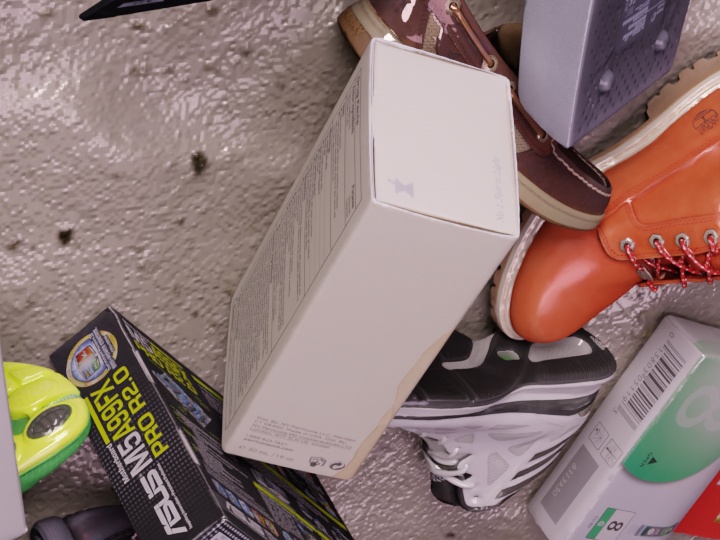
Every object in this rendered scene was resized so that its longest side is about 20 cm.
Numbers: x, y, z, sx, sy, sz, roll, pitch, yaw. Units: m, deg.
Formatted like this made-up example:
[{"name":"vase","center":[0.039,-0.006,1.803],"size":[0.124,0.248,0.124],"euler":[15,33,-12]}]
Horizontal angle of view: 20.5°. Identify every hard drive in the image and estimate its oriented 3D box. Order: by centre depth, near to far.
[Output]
[{"name":"hard drive","center":[0.125,-0.169,0.918],"size":[0.135,0.042,0.201],"euler":[-37,143,-50]}]

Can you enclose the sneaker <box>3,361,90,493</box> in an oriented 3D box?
[{"name":"sneaker","center":[-0.204,0.115,0.990],"size":[0.200,0.074,0.083],"euler":[-38,142,20]}]

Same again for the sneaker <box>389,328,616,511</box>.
[{"name":"sneaker","center":[0.046,0.093,1.113],"size":[0.200,0.076,0.116],"euler":[-1,125,-33]}]

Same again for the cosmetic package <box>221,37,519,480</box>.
[{"name":"cosmetic package","center":[0.000,0.000,0.941],"size":[0.073,0.104,0.200],"euler":[15,139,-17]}]

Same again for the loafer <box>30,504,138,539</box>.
[{"name":"loafer","center":[-0.139,0.212,1.111],"size":[0.063,0.072,0.201],"euler":[-19,131,-22]}]

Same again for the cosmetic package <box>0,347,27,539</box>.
[{"name":"cosmetic package","center":[-0.213,0.031,0.852],"size":[0.090,0.107,0.201],"euler":[-29,132,-34]}]

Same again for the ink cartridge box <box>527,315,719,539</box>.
[{"name":"ink cartridge box","center":[0.225,0.118,1.264],"size":[0.199,0.050,0.161],"euler":[16,117,-36]}]

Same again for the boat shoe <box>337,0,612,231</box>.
[{"name":"boat shoe","center":[0.075,-0.088,0.983],"size":[0.072,0.072,0.200],"euler":[-44,129,12]}]

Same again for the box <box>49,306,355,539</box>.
[{"name":"box","center":[-0.060,0.125,1.017],"size":[0.044,0.160,0.200],"euler":[-40,137,5]}]

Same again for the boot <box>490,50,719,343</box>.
[{"name":"boot","center":[0.159,-0.018,1.067],"size":[0.200,0.107,0.075],"euler":[-44,137,11]}]

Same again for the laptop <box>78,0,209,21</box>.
[{"name":"laptop","center":[-0.010,-0.193,0.816],"size":[0.177,0.103,0.201],"euler":[-17,125,-40]}]
